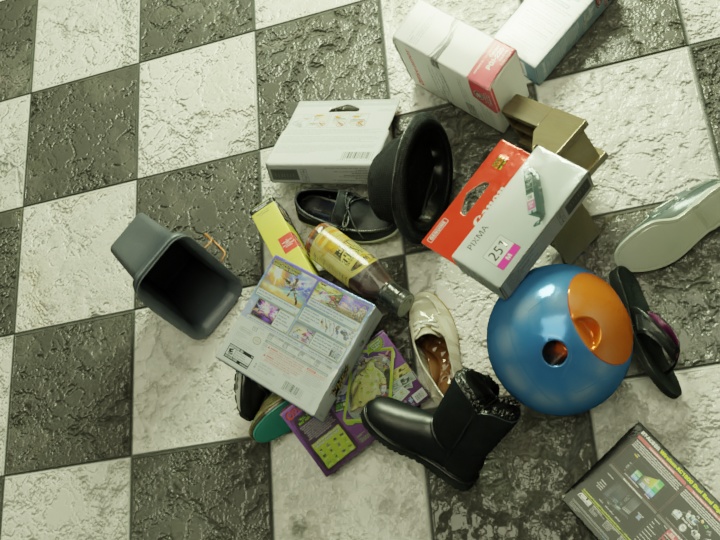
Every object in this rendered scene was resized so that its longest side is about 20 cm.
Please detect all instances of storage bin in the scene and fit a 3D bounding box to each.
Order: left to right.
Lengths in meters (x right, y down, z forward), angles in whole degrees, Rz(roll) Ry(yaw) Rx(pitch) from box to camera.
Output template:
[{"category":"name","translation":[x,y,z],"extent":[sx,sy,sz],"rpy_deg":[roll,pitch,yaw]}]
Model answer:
[{"category":"storage bin","translation":[-0.302,-0.008,1.518],"extent":[0.134,0.200,0.146],"rpy_deg":[36,84,36]}]

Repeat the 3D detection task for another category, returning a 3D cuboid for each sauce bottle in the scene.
[{"category":"sauce bottle","translation":[0.000,0.000,1.457],"extent":[0.199,0.066,0.066],"rpy_deg":[35,84,25]}]

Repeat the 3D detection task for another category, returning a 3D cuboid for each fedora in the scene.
[{"category":"fedora","translation":[0.068,-0.144,1.450],"extent":[0.090,0.200,0.205],"rpy_deg":[3,70,31]}]

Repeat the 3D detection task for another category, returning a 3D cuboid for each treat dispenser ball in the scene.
[{"category":"treat dispenser ball","translation":[0.270,0.094,1.270],"extent":[0.197,0.201,0.205],"rpy_deg":[-6,68,16]}]

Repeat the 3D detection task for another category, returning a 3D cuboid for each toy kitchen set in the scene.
[{"category":"toy kitchen set","translation":[0.261,-0.122,1.422],"extent":[0.200,0.163,0.180],"rpy_deg":[-47,35,-2]}]

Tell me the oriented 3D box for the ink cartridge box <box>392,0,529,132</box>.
[{"category":"ink cartridge box","translation":[0.161,-0.327,1.497],"extent":[0.198,0.146,0.085],"rpy_deg":[33,84,26]}]

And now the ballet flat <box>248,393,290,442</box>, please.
[{"category":"ballet flat","translation":[-0.093,0.187,1.443],"extent":[0.199,0.071,0.071],"rpy_deg":[-38,63,3]}]

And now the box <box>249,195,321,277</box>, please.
[{"category":"box","translation":[-0.110,-0.021,1.516],"extent":[0.050,0.075,0.202],"rpy_deg":[-31,62,5]}]

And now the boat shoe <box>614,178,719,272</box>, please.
[{"category":"boat shoe","translation":[0.455,-0.067,1.358],"extent":[0.198,0.073,0.062],"rpy_deg":[-34,19,12]}]

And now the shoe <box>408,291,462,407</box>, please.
[{"category":"shoe","translation":[0.117,0.118,1.396],"extent":[0.069,0.053,0.203],"rpy_deg":[-21,65,10]}]

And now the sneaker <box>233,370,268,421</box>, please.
[{"category":"sneaker","translation":[-0.139,0.138,1.469],"extent":[0.086,0.076,0.204],"rpy_deg":[6,72,14]}]

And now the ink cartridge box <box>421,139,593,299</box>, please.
[{"category":"ink cartridge box","translation":[0.193,-0.085,1.281],"extent":[0.173,0.044,0.201],"rpy_deg":[35,83,37]}]

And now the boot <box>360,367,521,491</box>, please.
[{"category":"boot","translation":[0.111,0.194,1.297],"extent":[0.198,0.076,0.170],"rpy_deg":[32,126,12]}]

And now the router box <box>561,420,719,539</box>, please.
[{"category":"router box","translation":[0.383,0.324,1.221],"extent":[0.150,0.062,0.200],"rpy_deg":[-43,63,1]}]

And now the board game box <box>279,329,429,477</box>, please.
[{"category":"board game box","translation":[-0.008,0.198,1.393],"extent":[0.199,0.032,0.121],"rpy_deg":[-37,97,1]}]

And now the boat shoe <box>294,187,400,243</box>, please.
[{"category":"boat shoe","translation":[-0.022,-0.093,1.520],"extent":[0.196,0.062,0.076],"rpy_deg":[13,73,21]}]

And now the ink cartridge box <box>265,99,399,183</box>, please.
[{"category":"ink cartridge box","translation":[-0.041,-0.219,1.574],"extent":[0.196,0.044,0.175],"rpy_deg":[3,45,21]}]

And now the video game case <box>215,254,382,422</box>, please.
[{"category":"video game case","translation":[-0.092,0.098,1.395],"extent":[0.198,0.045,0.183],"rpy_deg":[26,80,28]}]

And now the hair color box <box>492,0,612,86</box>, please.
[{"category":"hair color box","translation":[0.316,-0.413,1.525],"extent":[0.099,0.061,0.201],"rpy_deg":[40,87,27]}]

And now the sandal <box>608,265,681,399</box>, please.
[{"category":"sandal","translation":[0.402,0.078,1.295],"extent":[0.048,0.074,0.204],"rpy_deg":[-36,58,36]}]
